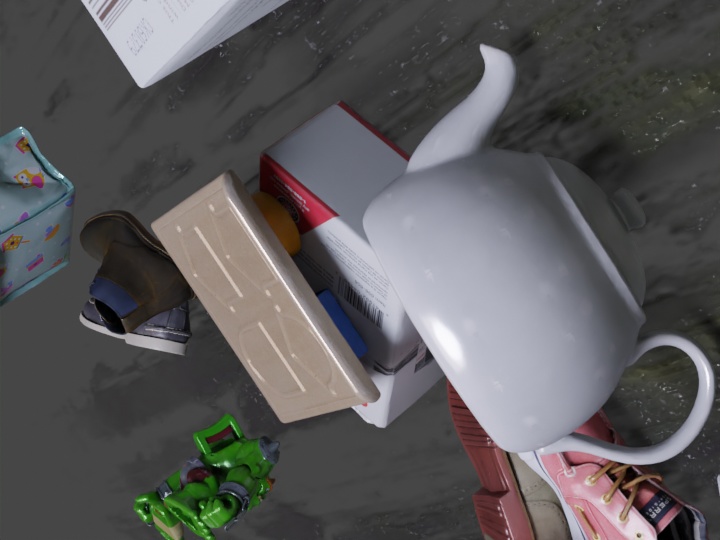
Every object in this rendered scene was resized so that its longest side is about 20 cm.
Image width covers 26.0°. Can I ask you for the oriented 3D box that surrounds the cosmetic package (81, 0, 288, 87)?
[{"bbox_3d":[-0.064,-0.233,0.839,0.165,0.200,0.165,55,154,-5],"label":"cosmetic package"}]

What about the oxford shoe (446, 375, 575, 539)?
[{"bbox_3d":[0.113,0.114,1.128,0.070,0.075,0.200,-170,68,-69],"label":"oxford shoe"}]

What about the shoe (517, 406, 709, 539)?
[{"bbox_3d":[0.175,0.142,1.061,0.091,0.071,0.200,13,139,49],"label":"shoe"}]

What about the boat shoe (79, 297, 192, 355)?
[{"bbox_3d":[-0.225,0.041,1.587,0.200,0.073,0.063,13,91,58],"label":"boat shoe"}]

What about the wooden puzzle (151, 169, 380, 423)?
[{"bbox_3d":[-0.064,0.019,1.128,0.185,0.046,0.200,57,158,-5],"label":"wooden puzzle"}]

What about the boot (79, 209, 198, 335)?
[{"bbox_3d":[-0.236,0.001,1.490,0.200,0.097,0.075,17,136,48],"label":"boot"}]

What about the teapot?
[{"bbox_3d":[0.106,0.004,0.931,0.200,0.146,0.198,53,-172,-50],"label":"teapot"}]

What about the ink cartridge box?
[{"bbox_3d":[0.000,0.000,1.140,0.144,0.084,0.200,41,150,22],"label":"ink cartridge box"}]

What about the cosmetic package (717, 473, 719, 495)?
[{"bbox_3d":[0.257,0.211,0.886,0.074,0.200,0.102,-10,125,11],"label":"cosmetic package"}]

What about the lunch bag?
[{"bbox_3d":[-0.397,-0.027,1.595,0.122,0.200,0.170,46,151,12],"label":"lunch bag"}]

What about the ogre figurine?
[{"bbox_3d":[-0.150,0.215,1.587,0.098,0.120,0.200,45,154,5],"label":"ogre figurine"}]
